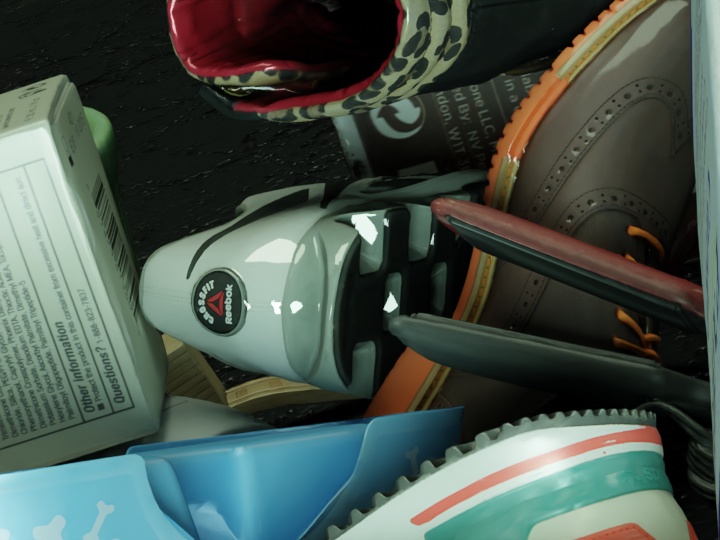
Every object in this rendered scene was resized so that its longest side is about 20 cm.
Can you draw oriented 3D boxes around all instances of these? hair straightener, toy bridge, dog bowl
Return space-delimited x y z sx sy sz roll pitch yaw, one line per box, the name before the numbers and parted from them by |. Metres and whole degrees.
hair straightener | 0.098 0.047 0.778 0.200 0.077 0.041 21 -7 16
toy bridge | 0.018 0.005 1.025 0.200 0.067 0.027 -34 17 4
dog bowl | -0.057 0.071 0.767 0.200 0.050 0.111 -7 -2 -41

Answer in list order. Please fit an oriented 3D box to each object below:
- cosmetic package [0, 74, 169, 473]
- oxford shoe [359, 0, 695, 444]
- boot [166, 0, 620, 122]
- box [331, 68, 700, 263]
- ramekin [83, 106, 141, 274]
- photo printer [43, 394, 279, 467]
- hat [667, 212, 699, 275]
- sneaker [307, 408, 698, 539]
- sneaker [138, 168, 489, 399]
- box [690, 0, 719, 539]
cosmetic package | -0.167 0.023 0.873 0.199 0.105 0.071 -16 15 4
oxford shoe | 0.071 0.008 0.849 0.071 0.200 0.072 24 2 -43
boot | -0.001 -0.089 0.912 0.200 0.073 0.150 11 18 42
box | 0.078 -0.099 1.120 0.164 0.166 0.200 -17 17 11
ramekin | -0.177 0.018 1.143 0.199 0.098 0.200 -17 18 6
photo printer | -0.122 0.100 0.880 0.166 0.070 0.200 -3 22 42
hat | 0.117 -0.002 0.874 0.176 0.200 0.166 -29 52 12
sneaker | 0.007 0.115 0.695 0.200 0.094 0.070 -37 -24 30
sneaker | 0.000 0.000 0.933 0.088 0.074 0.200 6 1 27
box | 0.169 -0.010 0.660 0.183 0.105 0.200 0 46 4
